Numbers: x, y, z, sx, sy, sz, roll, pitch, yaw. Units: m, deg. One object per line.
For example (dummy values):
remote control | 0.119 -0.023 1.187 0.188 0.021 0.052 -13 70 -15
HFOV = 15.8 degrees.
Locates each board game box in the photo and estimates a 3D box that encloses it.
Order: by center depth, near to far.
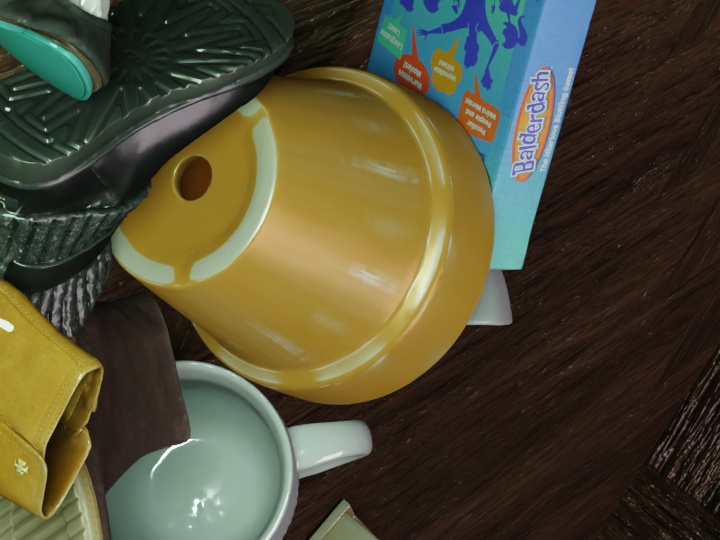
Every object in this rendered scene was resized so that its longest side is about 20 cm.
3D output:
board game box | 0.066 -0.122 1.599 0.045 0.152 0.200 -3 117 -35

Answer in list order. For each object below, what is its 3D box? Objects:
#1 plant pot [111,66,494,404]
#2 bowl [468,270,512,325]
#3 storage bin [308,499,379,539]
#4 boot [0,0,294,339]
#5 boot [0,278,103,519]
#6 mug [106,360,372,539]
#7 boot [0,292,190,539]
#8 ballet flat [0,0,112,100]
plant pot | -0.051 -0.033 1.515 0.200 0.200 0.183 -55 149 10
bowl | 0.000 0.000 1.715 0.200 0.199 0.075 -20 109 -86
storage bin | -0.036 0.344 2.491 0.200 0.094 0.199 -49 164 -10
boot | -0.129 -0.058 1.404 0.211 0.079 0.158 -29 147 -30
boot | -0.218 0.090 1.365 0.071 0.144 0.201 -27 151 -54
mug | -0.089 0.137 1.760 0.200 0.148 0.175 -15 170 -1
boot | -0.145 0.103 1.510 0.072 0.200 0.166 -24 167 31
ballet flat | -0.152 -0.134 1.219 0.068 0.068 0.200 -60 164 -2
